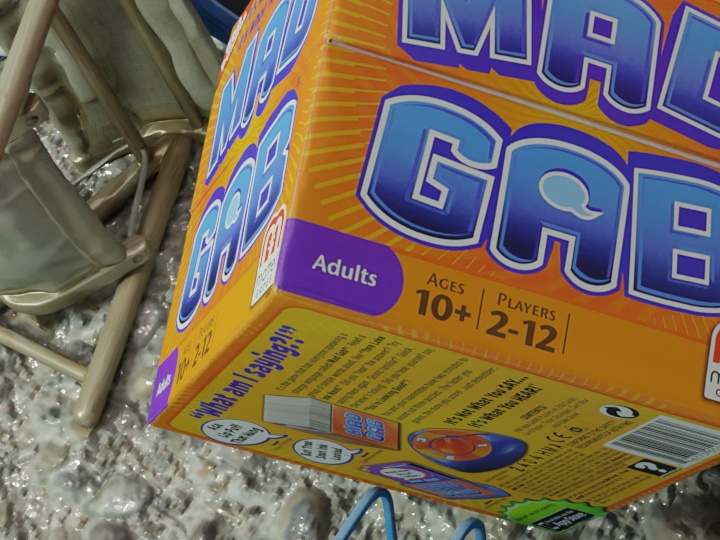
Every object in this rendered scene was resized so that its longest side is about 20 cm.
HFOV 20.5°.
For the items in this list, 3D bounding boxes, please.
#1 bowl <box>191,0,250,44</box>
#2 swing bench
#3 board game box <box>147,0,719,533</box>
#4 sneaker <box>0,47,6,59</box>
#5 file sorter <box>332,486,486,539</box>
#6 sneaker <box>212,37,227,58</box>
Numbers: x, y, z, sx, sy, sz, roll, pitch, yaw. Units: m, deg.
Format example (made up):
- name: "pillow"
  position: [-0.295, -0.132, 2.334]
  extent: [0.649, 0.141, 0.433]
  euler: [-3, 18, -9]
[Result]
- name: "bowl"
  position: [-0.043, -0.207, 1.127]
  extent: [0.200, 0.039, 0.201]
  euler: [11, 65, -23]
- name: "swing bench"
  position: [-0.164, -0.059, 1.046]
  extent: [0.130, 0.199, 0.200]
  euler: [24, 69, 27]
- name: "board game box"
  position: [0.047, -0.026, 0.823]
  extent: [0.199, 0.200, 0.200]
  euler: [16, 68, -14]
- name: "sneaker"
  position: [-0.184, -0.215, 1.222]
  extent: [0.146, 0.081, 0.200]
  euler: [25, 67, 19]
- name: "file sorter"
  position: [0.069, 0.195, 0.849]
  extent: [0.200, 0.123, 0.139]
  euler: [15, 43, 23]
- name: "sneaker"
  position: [-0.094, -0.186, 1.160]
  extent: [0.074, 0.079, 0.200]
  euler: [-31, 73, -2]
